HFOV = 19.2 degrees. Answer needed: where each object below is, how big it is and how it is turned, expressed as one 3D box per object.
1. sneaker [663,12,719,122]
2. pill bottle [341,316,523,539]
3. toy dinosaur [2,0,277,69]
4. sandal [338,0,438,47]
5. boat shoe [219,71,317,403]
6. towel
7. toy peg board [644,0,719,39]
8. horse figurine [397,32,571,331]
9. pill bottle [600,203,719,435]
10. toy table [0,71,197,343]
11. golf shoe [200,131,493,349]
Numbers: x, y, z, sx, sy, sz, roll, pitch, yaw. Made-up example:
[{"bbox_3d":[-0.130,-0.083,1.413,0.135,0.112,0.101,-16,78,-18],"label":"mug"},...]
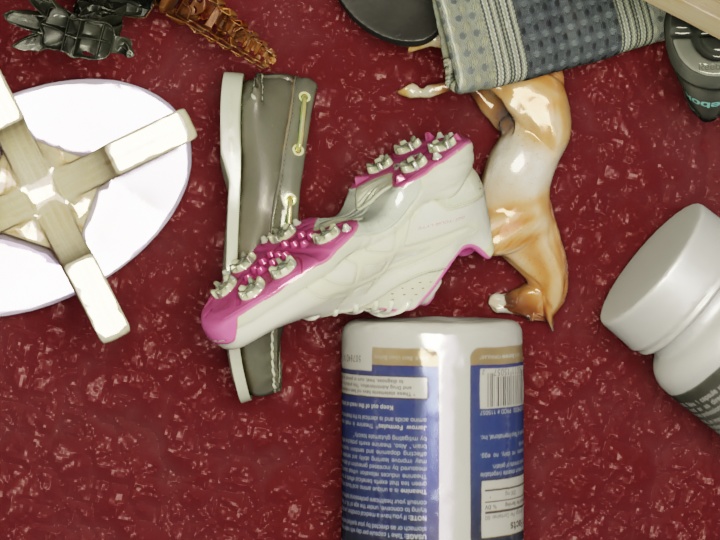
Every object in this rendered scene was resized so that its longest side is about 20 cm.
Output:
[{"bbox_3d":[0.218,-0.186,1.325,0.075,0.079,0.200,5,64,11],"label":"sneaker"},{"bbox_3d":[0.043,0.129,1.289,0.111,0.111,0.200,0,91,-8],"label":"pill bottle"},{"bbox_3d":[-0.140,-0.183,1.247,0.200,0.136,0.102,12,108,3],"label":"toy dinosaur"},{"bbox_3d":[0.013,-0.235,1.297,0.075,0.045,0.200,-6,83,-3],"label":"sandal"},{"bbox_3d":[-0.054,-0.021,1.293,0.060,0.072,0.202,-1,87,-3],"label":"boat shoe"},{"bbox_3d":[0.103,-0.220,1.298,0.192,0.035,0.200,-18,98,-32],"label":"towel"},{"bbox_3d":[0.199,-0.262,1.240,0.200,0.098,0.199,25,61,-8],"label":"toy peg board"},{"bbox_3d":[0.081,-0.072,1.323,0.132,0.050,0.200,12,92,-2],"label":"horse figurine"},{"bbox_3d":[0.255,0.056,1.316,0.200,0.114,0.114,39,86,-7],"label":"pill bottle"},{"bbox_3d":[-0.189,-0.042,1.252,0.200,0.117,0.184,-38,96,-7],"label":"toy table"},{"bbox_3d":[0.000,0.000,1.248,0.200,0.075,0.092,-34,114,-19],"label":"golf shoe"}]
